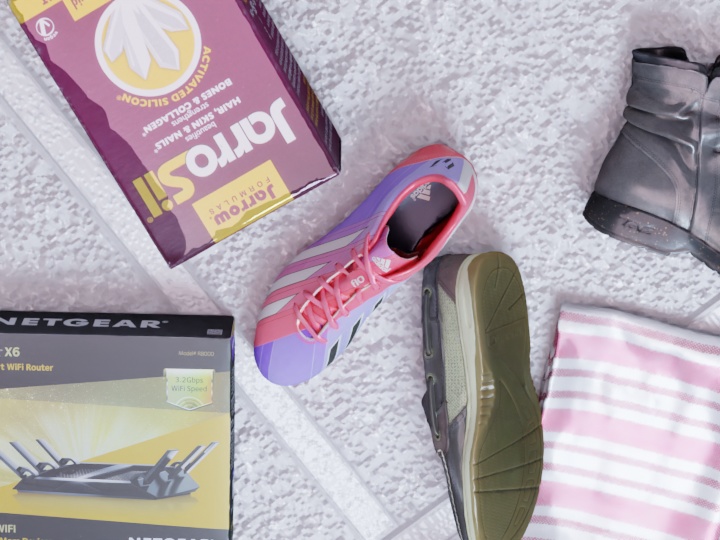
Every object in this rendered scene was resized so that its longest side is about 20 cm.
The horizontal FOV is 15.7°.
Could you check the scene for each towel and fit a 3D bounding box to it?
[{"bbox_3d":[0.182,0.129,1.750,0.145,0.030,0.201,11,106,-3],"label":"towel"}]

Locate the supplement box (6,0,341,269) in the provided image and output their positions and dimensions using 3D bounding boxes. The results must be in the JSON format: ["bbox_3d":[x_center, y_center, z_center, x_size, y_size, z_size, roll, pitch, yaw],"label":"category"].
[{"bbox_3d":[-0.115,-0.125,1.642,0.130,0.103,0.201,-30,104,7],"label":"supplement box"}]

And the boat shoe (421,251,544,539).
[{"bbox_3d":[0.074,0.085,1.721,0.066,0.072,0.202,7,104,44],"label":"boat shoe"}]

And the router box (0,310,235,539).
[{"bbox_3d":[-0.182,0.110,1.735,0.199,0.052,0.158,1,106,0],"label":"router box"}]

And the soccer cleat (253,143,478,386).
[{"bbox_3d":[0.000,0.000,1.690,0.067,0.077,0.200,42,102,-11],"label":"soccer cleat"}]

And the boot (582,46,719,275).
[{"bbox_3d":[0.252,-0.061,1.678,0.199,0.070,0.132,19,100,-9],"label":"boot"}]
